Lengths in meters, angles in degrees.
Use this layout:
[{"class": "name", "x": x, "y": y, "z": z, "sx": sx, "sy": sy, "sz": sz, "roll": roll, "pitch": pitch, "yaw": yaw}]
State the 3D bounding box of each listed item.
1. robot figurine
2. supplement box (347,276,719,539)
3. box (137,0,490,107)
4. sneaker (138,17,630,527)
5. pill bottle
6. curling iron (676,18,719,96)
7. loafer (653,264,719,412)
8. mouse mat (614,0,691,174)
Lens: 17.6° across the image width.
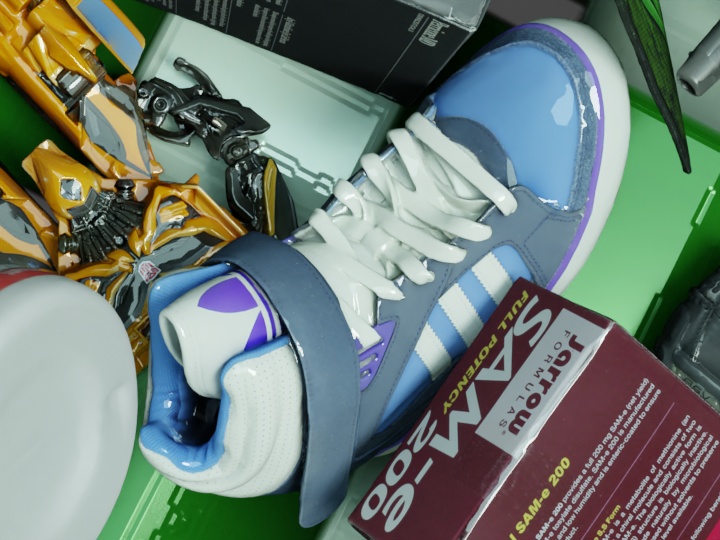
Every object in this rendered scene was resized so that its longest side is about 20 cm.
[{"class": "robot figurine", "x": -0.120, "y": -0.040, "z": 0.872, "sx": 0.145, "sy": 0.058, "sz": 0.200, "roll": -45, "pitch": 91, "yaw": -3}, {"class": "supplement box", "x": 0.101, "y": 0.103, "z": 0.835, "sx": 0.200, "sy": 0.061, "sz": 0.109, "roll": 40, "pitch": 83, "yaw": -35}, {"class": "box", "x": -0.023, "y": -0.126, "z": 0.814, "sx": 0.141, "sy": 0.200, "sz": 0.079, "roll": 24, "pitch": 85, "yaw": -4}, {"class": "sneaker", "x": 0.000, "y": 0.000, "z": 0.805, "sx": 0.081, "sy": 0.146, "sz": 0.200, "roll": 46, "pitch": 118, "yaw": 24}, {"class": "pill bottle", "x": -0.187, "y": 0.037, "z": 0.798, "sx": 0.199, "sy": 0.114, "sz": 0.114, "roll": 15, "pitch": 85, "yaw": 27}, {"class": "curling iron", "x": 0.178, "y": -0.144, "z": 0.850, "sx": 0.050, "sy": 0.026, "sz": 0.200, "roll": 41, "pitch": 86, "yaw": -32}, {"class": "loafer", "x": 0.205, "y": 0.069, "z": 0.888, "sx": 0.200, "sy": 0.068, "sz": 0.070, "roll": 38, "pitch": 94, "yaw": 2}, {"class": "mouse mat", "x": 0.082, "y": -0.147, "z": 0.808, "sx": 0.007, "sy": 0.200, "sz": 0.161, "roll": -14, "pitch": 54, "yaw": 13}]
